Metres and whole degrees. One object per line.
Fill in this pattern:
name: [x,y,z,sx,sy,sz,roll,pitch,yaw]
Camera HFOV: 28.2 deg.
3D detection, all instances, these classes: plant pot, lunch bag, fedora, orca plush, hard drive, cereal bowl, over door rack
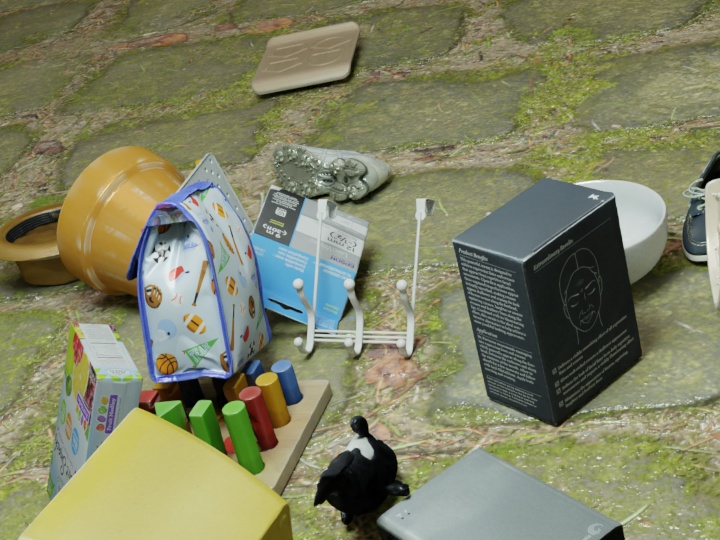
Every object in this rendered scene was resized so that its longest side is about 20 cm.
plant pot: [-0.273,-0.040,1.922,0.182,0.202,0.200,29,48,33]
lunch bag: [-0.185,0.008,1.618,0.122,0.203,0.170,-5,11,11]
fedora: [-0.440,-0.033,2.091,0.198,0.083,0.201,-8,25,4]
orca plush: [0.015,0.194,1.386,0.070,0.200,0.107,7,76,13]
hard drive: [0.128,0.244,1.330,0.139,0.033,0.199,-30,31,-26]
cereal bowl: [0.270,-0.026,1.705,0.197,0.084,0.201,-13,27,6]
over door rack: [0.000,0.000,1.710,0.146,0.067,0.203,1,70,22]
plant pot: [-0.162,0.274,1.272,0.174,0.202,0.200,11,35,21]

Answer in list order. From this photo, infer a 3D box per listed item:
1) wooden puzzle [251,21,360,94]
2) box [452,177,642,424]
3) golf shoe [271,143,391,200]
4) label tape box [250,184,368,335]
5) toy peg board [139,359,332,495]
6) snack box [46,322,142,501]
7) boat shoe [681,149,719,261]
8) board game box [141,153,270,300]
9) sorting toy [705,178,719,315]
wooden puzzle: [-0.094,-0.375,2.595,0.183,0.047,0.201,-10,33,12]
box: [0.199,0.030,1.509,0.148,0.202,0.106,-32,32,-30]
golf shoe: [-0.043,-0.147,2.131,0.198,0.079,0.097,17,24,38]
label tape box: [-0.073,-0.017,1.816,0.142,0.067,0.201,21,28,-4]
toy peg board: [-0.160,0.154,1.579,0.197,0.099,0.200,-3,30,22]
snack box: [-0.279,0.174,1.492,0.052,0.203,0.142,4,19,-23]
boat shoe: [0.433,-0.081,1.745,0.074,0.062,0.200,3,33,28]
board game box: [-0.185,-0.018,1.807,0.026,0.201,0.201,-17,24,26]
sorting toy: [0.476,-0.014,1.571,0.177,0.108,0.201,-2,29,10]
